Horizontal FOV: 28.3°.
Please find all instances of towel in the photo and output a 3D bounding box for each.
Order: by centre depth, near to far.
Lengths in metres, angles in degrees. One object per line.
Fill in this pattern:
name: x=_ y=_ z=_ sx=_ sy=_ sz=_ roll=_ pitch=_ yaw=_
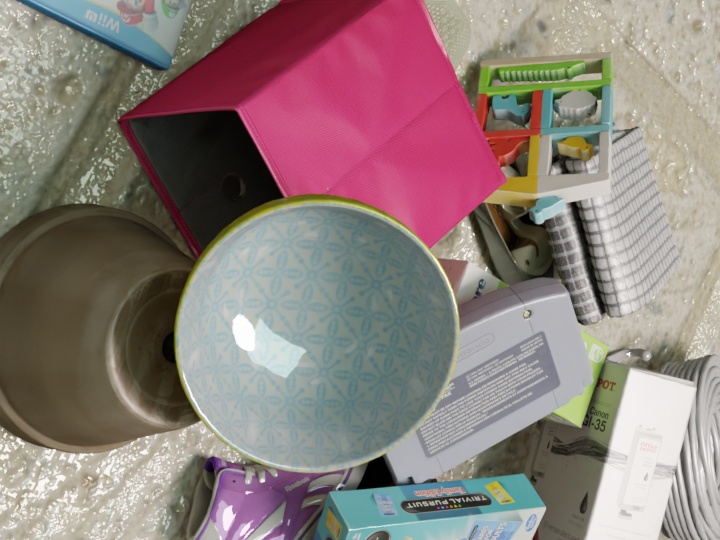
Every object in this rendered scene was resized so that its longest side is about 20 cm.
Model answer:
towel: x=0.240 y=-0.051 z=1.419 sx=0.200 sy=0.085 sz=0.167 roll=-34 pitch=107 yaw=-61

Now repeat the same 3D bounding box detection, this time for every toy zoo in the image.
toy zoo: x=0.168 y=-0.124 z=1.323 sx=0.021 sy=0.130 sz=0.201 roll=72 pitch=22 yaw=-48

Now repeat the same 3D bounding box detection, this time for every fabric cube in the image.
fabric cube: x=-0.039 y=-0.098 z=1.177 sx=0.199 sy=0.195 sz=0.201 roll=-41 pitch=114 yaw=-29

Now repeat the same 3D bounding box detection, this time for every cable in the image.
cable: x=0.362 y=0.193 z=1.533 sx=0.200 sy=0.069 sz=0.202 roll=49 pitch=45 yaw=-48

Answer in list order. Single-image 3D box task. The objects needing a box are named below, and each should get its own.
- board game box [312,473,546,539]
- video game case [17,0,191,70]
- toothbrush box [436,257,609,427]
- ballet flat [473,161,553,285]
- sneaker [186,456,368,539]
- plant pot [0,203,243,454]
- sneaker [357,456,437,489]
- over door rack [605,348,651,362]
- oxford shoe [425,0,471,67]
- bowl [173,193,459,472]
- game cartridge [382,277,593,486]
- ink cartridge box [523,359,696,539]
board game box: x=0.048 y=0.256 z=1.251 sx=0.198 sy=0.047 sz=0.152 roll=-1 pitch=126 yaw=-29
video game case: x=-0.187 y=-0.284 z=1.163 sx=0.142 sy=0.018 sz=0.202 roll=23 pitch=80 yaw=-36
toothbrush box: x=0.107 y=0.063 z=1.325 sx=0.199 sy=0.145 sz=0.087 roll=31 pitch=76 yaw=-34
ballet flat: x=0.152 y=-0.046 z=1.400 sx=0.067 sy=0.063 sz=0.201 roll=-43 pitch=117 yaw=-26
sneaker: x=-0.072 y=0.181 z=1.249 sx=0.114 sy=0.072 sz=0.201 roll=46 pitch=57 yaw=-12
plant pot: x=-0.180 y=0.050 z=1.097 sx=0.199 sy=0.173 sz=0.202 roll=-3 pitch=94 yaw=-37
sneaker: x=0.048 y=0.209 z=1.320 sx=0.107 sy=0.067 sz=0.203 roll=18 pitch=102 yaw=-37
over door rack: x=0.238 y=0.173 z=1.478 sx=0.199 sy=0.066 sz=0.149 roll=-13 pitch=100 yaw=-35
oxford shoe: x=0.036 y=-0.227 z=1.299 sx=0.199 sy=0.058 sz=0.076 roll=7 pitch=113 yaw=-53
bowl: x=-0.035 y=0.030 z=1.021 sx=0.198 sy=0.108 sz=0.202 roll=-3 pitch=110 yaw=-7
game cartridge: x=0.097 y=0.092 z=1.215 sx=0.199 sy=0.042 sz=0.134 roll=-28 pitch=121 yaw=-7
ink cartridge box: x=0.228 y=0.186 z=1.366 sx=0.082 sy=0.146 sz=0.202 roll=15 pitch=88 yaw=-21
